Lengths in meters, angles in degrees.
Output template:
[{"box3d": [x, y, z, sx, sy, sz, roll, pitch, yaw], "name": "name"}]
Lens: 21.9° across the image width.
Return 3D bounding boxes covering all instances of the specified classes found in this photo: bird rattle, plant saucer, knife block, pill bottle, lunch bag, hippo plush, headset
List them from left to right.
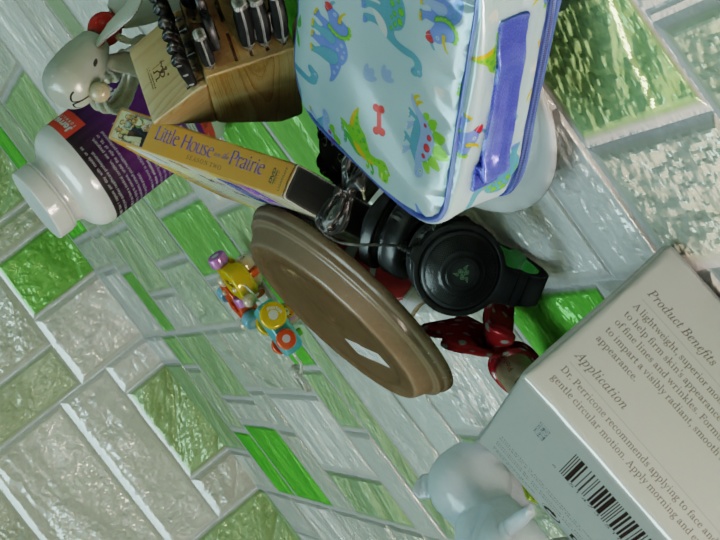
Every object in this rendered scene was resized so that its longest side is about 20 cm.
[{"box3d": [-0.235, -0.122, 1.800, 0.113, 0.200, 0.113, 47, 165, 17], "name": "pill bottle"}, {"box3d": [-0.076, -0.172, 1.351, 0.175, 0.199, 0.064, -30, 74, 40], "name": "knife block"}, {"box3d": [-0.013, 0.030, 1.405, 0.200, 0.029, 0.200, 40, 167, 11], "name": "plant saucer"}, {"box3d": [0.037, -0.137, 1.060, 0.161, 0.082, 0.201, 43, 144, 34], "name": "lunch bag"}, {"box3d": [0.051, -0.029, 1.299, 0.199, 0.094, 0.123, 12, -165, -42], "name": "headset"}, {"box3d": [0.106, 0.248, 1.726, 0.200, 0.159, 0.161, 39, -168, -49], "name": "hippo plush"}, {"box3d": [0.137, 0.104, 1.415, 0.200, 0.113, 0.163, 42, 180, 43], "name": "bird rattle"}]

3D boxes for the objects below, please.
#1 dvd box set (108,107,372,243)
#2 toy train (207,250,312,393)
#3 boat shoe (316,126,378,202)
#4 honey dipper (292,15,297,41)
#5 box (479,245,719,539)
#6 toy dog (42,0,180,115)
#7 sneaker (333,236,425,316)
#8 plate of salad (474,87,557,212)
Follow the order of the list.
[{"box3d": [-0.077, -0.067, 1.414, 0.199, 0.030, 0.146, 20, 175, 42], "name": "dvd box set"}, {"box3d": [-0.105, 0.044, 2.113, 0.200, 0.056, 0.151, 44, 165, 41], "name": "toy train"}, {"box3d": [-0.004, -0.100, 1.389, 0.066, 0.075, 0.199, 38, 174, 4], "name": "boat shoe"}, {"box3d": [-0.029, -0.197, 1.308, 0.038, 0.038, 0.200, 48, 164, 14], "name": "honey dipper"}, {"box3d": [0.197, 0.120, 1.184, 0.199, 0.131, 0.200, 49, 166, 10], "name": "box"}, {"box3d": [-0.149, -0.197, 1.430, 0.096, 0.201, 0.132, 28, -178, 25], "name": "toy dog"}, {"box3d": [0.000, 0.000, 1.542, 0.112, 0.072, 0.200, 18, 159, -6], "name": "sneaker"}, {"box3d": [0.044, -0.115, 1.197, 0.200, 0.048, 0.201, 36, 151, 24], "name": "plate of salad"}]
